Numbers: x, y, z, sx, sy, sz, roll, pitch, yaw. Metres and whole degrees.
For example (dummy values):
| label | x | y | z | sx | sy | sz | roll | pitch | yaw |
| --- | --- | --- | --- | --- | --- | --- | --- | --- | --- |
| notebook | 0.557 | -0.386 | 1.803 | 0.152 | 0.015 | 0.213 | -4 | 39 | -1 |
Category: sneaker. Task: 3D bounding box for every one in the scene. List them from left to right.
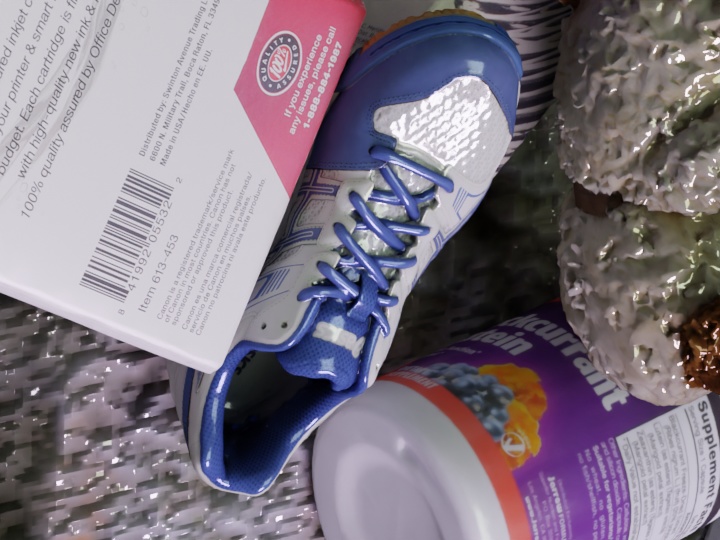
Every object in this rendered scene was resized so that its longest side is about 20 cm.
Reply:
| label | x | y | z | sx | sy | sz | roll | pitch | yaw |
| --- | --- | --- | --- | --- | --- | --- | --- | --- | --- |
| sneaker | 0.000 | 0.000 | 1.015 | 0.075 | 0.088 | 0.200 | 22 | 121 | -21 |

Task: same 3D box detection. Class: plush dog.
| label | x | y | z | sx | sy | sz | roll | pitch | yaw |
| --- | --- | --- | --- | --- | --- | --- | --- | --- | --- |
| plush dog | 0.119 | -0.034 | 1.044 | 0.160 | 0.200 | 0.173 | 2 | 101 | -14 |

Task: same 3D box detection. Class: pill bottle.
| label | x | y | z | sx | sy | sz | roll | pitch | yaw |
| --- | --- | --- | --- | --- | --- | --- | --- | --- | --- |
| pill bottle | 0.088 | 0.068 | 1.149 | 0.199 | 0.111 | 0.112 | -23 | 116 | -33 |

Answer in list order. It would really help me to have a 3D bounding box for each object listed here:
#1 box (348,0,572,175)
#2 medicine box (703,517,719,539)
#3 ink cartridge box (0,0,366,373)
| label | x | y | z | sx | sy | sz | roll | pitch | yaw |
| --- | --- | --- | --- | --- | --- | --- | --- | --- | --- |
| box | 0.055 | -0.118 | 1.096 | 0.200 | 0.068 | 0.082 | -52 | 130 | -15 |
| medicine box | 0.268 | 0.118 | 1.317 | 0.182 | 0.103 | 0.201 | 29 | 85 | -41 |
| ink cartridge box | -0.115 | -0.068 | 0.960 | 0.200 | 0.084 | 0.145 | 24 | 87 | -41 |
